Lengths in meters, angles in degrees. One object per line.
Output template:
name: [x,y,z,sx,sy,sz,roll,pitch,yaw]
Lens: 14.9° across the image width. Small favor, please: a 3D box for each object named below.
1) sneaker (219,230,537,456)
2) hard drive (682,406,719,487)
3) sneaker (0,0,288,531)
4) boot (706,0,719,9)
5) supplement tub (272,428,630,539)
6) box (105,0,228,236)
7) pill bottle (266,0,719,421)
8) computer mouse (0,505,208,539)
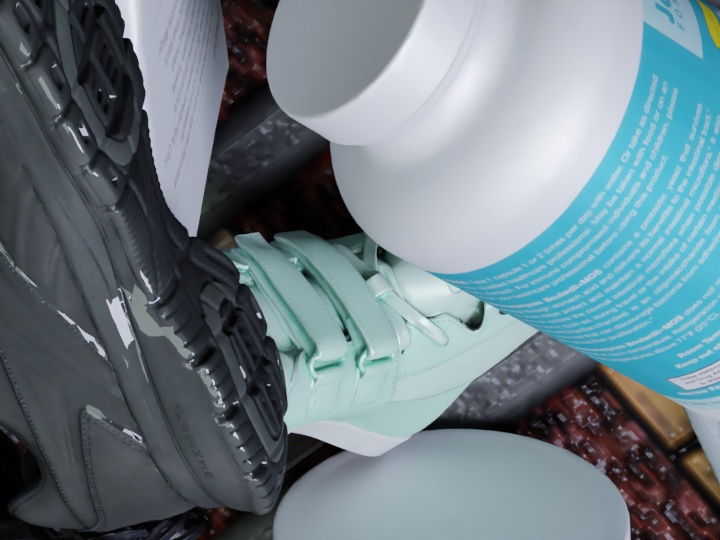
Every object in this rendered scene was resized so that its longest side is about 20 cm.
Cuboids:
sneaker: [0.000,0.000,0.882,0.118,0.200,0.074,-40,70,16]
hard drive: [0.176,0.019,0.952,0.139,0.033,0.201,-22,114,13]
sneaker: [-0.090,-0.012,0.707,0.090,0.076,0.201,-17,112,15]
boot: [0.058,-0.125,0.849,0.131,0.070,0.200,-19,144,11]
supplement tub: [0.035,0.173,0.975,0.145,0.146,0.201,-1,117,4]
box: [-0.148,-0.072,0.828,0.198,0.200,0.131,-4,117,3]
pill bottle: [0.068,-0.036,0.815,0.200,0.111,0.111,27,118,-36]
computer mouse: [-0.163,0.112,0.970,0.199,0.138,0.053,-1,92,13]
